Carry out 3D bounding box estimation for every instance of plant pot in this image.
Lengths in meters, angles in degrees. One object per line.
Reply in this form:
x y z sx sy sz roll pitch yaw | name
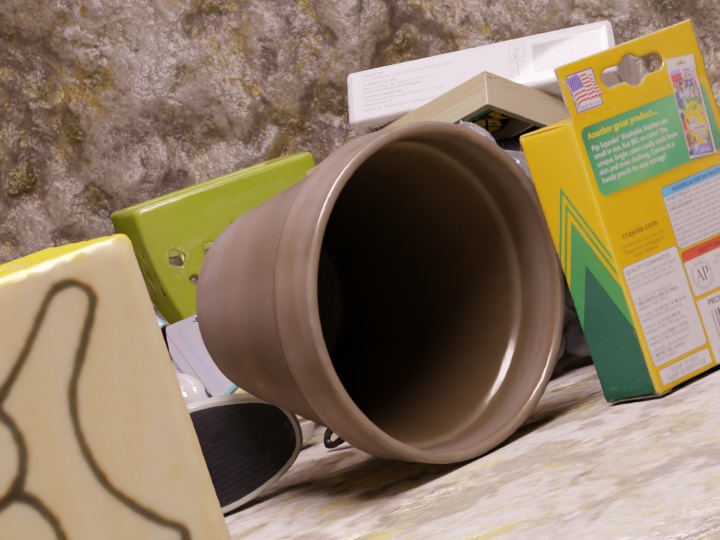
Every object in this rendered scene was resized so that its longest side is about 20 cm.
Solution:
-0.129 -0.006 2.551 0.199 0.183 0.199 -20 4 -12 | plant pot
-0.004 0.016 1.505 0.199 0.202 0.173 -22 11 -37 | plant pot

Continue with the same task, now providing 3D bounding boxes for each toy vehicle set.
0.069 -0.080 1.800 0.124 0.027 0.199 16 -29 -37 | toy vehicle set

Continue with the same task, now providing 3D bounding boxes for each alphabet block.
-0.186 0.109 1.212 0.194 0.201 0.196 -20 4 -20 | alphabet block

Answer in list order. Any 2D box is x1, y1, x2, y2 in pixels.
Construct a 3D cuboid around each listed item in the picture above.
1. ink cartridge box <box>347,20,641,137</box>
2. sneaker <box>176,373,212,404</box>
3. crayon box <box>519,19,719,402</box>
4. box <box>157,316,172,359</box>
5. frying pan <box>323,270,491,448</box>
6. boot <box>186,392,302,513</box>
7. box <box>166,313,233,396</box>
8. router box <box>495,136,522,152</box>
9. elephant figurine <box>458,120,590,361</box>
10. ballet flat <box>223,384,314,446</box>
0.111 -0.111 1.824 0.198 0.045 0.176 -10 -23 17 | ink cartridge box
-0.185 0.138 1.759 0.199 0.075 0.081 -29 9 28 | sneaker
0.174 -0.037 1.492 0.125 0.201 0.051 -21 5 -38 | crayon box
-0.213 0.105 1.680 0.200 0.049 0.082 -48 -13 -15 | box
0.042 0.074 1.612 0.031 0.115 0.191 -9 -47 -38 | frying pan
-0.138 0.132 1.610 0.199 0.073 0.144 -23 3 -10 | boot
-0.123 0.085 1.913 0.199 0.041 0.156 -23 27 -12 | box
0.155 -0.036 1.807 0.156 0.053 0.200 -7 -24 8 | router box
0.097 -0.033 1.638 0.154 0.142 0.200 -24 -41 6 | elephant figurine
-0.053 0.095 1.757 0.070 0.071 0.200 -17 13 25 | ballet flat
